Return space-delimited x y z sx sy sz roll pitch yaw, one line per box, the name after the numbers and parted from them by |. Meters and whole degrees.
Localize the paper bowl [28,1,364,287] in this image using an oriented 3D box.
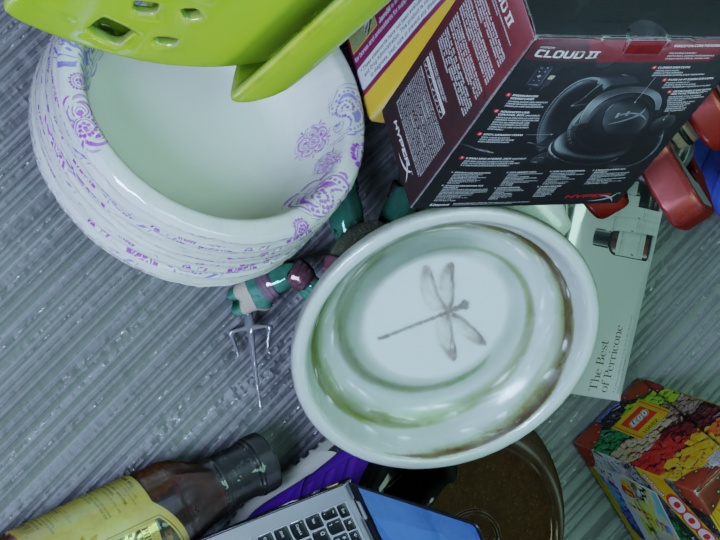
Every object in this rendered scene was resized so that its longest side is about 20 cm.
-0.105 -0.085 1.480 0.200 0.104 0.201 13 57 -21 | paper bowl

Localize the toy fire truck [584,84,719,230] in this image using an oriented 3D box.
0.179 -0.119 1.608 0.112 0.168 0.201 -32 81 15 | toy fire truck

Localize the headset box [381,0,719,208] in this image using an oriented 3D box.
0.121 -0.119 1.407 0.148 0.200 0.078 -3 60 -26 | headset box

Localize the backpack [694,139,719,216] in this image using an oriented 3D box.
0.306 -0.129 1.715 0.162 0.168 0.200 -25 145 -27 | backpack

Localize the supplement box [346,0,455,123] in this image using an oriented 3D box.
0.051 -0.206 1.512 0.103 0.131 0.201 0 62 -31 | supplement box

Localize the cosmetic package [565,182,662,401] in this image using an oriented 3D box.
0.162 -0.013 1.715 0.082 0.051 0.201 9 94 -31 | cosmetic package

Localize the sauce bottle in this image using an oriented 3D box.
-0.143 0.162 1.558 0.199 0.066 0.066 -25 111 -23 | sauce bottle

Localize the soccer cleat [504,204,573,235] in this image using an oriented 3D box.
0.104 -0.058 1.594 0.069 0.200 0.078 -42 95 10 | soccer cleat

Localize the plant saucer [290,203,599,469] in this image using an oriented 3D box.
0.049 0.033 1.529 0.199 0.050 0.201 -8 125 -11 | plant saucer

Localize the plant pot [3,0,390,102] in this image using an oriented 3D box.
-0.067 -0.226 1.399 0.181 0.199 0.201 26 53 -22 | plant pot

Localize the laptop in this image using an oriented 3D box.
0.007 0.241 1.521 0.199 0.116 0.188 -22 113 4 | laptop

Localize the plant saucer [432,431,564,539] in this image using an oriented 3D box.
0.069 0.191 1.710 0.199 0.034 0.201 -7 104 -30 | plant saucer

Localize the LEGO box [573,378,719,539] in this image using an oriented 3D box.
0.265 0.188 1.758 0.077 0.149 0.200 -42 117 -17 | LEGO box

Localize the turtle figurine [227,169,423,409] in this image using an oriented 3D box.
0.000 0.000 1.598 0.149 0.101 0.201 10 89 -32 | turtle figurine

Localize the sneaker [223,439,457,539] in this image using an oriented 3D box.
-0.015 0.171 1.600 0.200 0.100 0.070 -45 124 0 | sneaker
